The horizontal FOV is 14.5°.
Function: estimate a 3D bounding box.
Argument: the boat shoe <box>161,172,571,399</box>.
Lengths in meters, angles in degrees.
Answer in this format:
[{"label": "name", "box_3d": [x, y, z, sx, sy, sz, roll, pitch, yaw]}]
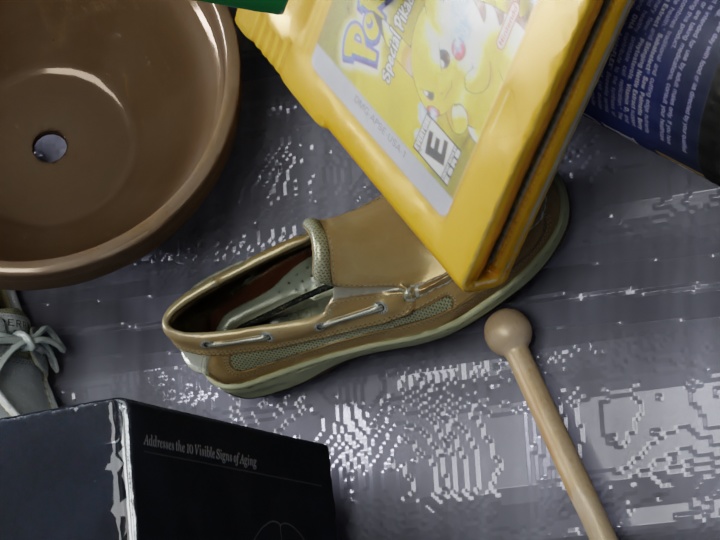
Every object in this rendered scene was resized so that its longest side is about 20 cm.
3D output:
[{"label": "boat shoe", "box_3d": [0.000, 0.000, 1.305, 0.200, 0.076, 0.072, -29, 58, 17]}]

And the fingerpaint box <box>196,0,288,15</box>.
[{"label": "fingerpaint box", "box_3d": [-0.050, -0.243, 1.244, 0.167, 0.073, 0.200, -113, 38, -49]}]

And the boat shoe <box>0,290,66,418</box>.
[{"label": "boat shoe", "box_3d": [-0.195, 0.012, 1.402, 0.065, 0.074, 0.202, -39, 61, 19]}]

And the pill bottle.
[{"label": "pill bottle", "box_3d": [0.152, -0.102, 1.237, 0.200, 0.112, 0.112, 30, 94, 27]}]

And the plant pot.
[{"label": "plant pot", "box_3d": [-0.154, -0.076, 1.369, 0.200, 0.093, 0.201, -1, 70, 2]}]

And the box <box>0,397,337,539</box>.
[{"label": "box", "box_3d": [-0.098, 0.170, 1.236, 0.124, 0.200, 0.197, -9, 77, 24]}]

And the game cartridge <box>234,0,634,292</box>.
[{"label": "game cartridge", "box_3d": [0.027, -0.119, 1.240, 0.200, 0.032, 0.176, 49, 133, 32]}]

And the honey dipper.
[{"label": "honey dipper", "box_3d": [0.103, 0.104, 1.269, 0.038, 0.038, 0.200, -30, 66, 17]}]
